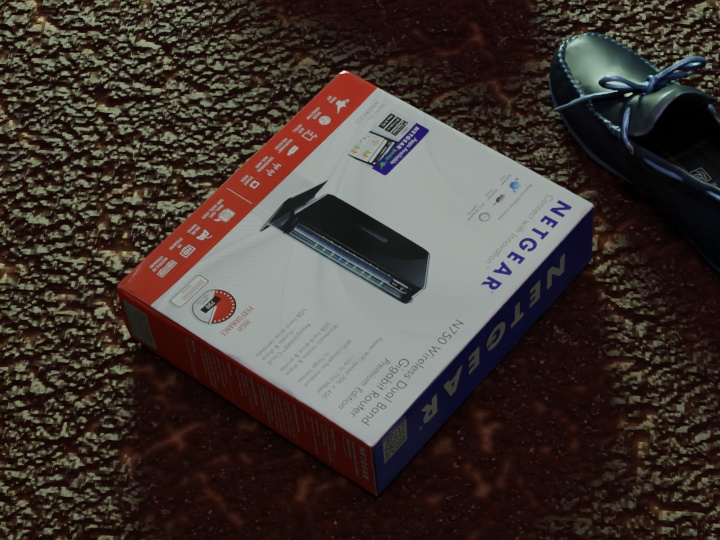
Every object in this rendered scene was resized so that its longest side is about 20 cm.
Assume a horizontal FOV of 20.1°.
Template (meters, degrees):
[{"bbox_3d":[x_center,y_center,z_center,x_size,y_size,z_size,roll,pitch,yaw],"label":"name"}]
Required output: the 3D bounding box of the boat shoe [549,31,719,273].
[{"bbox_3d":[0.183,-0.081,1.151,0.084,0.069,0.200,-33,56,-20],"label":"boat shoe"}]

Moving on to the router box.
[{"bbox_3d":[0.000,0.000,1.114,0.179,0.049,0.200,30,59,25],"label":"router box"}]
